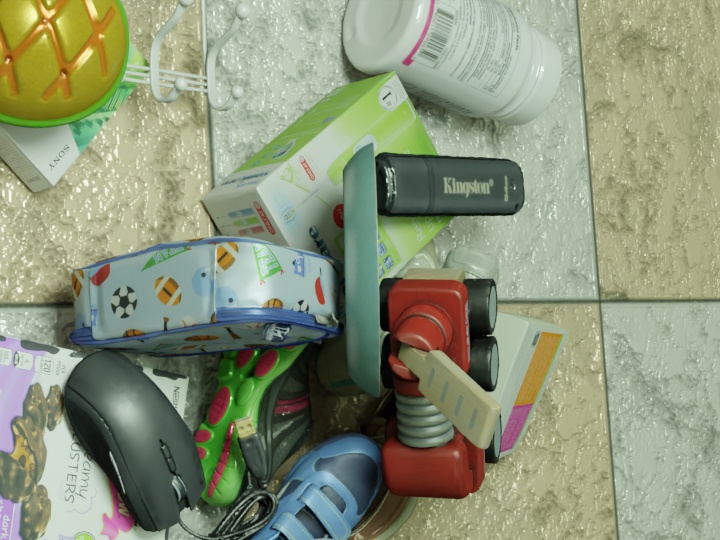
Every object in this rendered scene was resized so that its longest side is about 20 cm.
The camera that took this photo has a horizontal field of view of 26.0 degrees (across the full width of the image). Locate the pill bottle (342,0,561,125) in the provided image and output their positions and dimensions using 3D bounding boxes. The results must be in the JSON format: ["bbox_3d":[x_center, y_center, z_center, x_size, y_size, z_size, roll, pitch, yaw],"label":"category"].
[{"bbox_3d":[0.090,-0.211,1.477,0.199,0.113,0.115,18,72,-38],"label":"pill bottle"}]

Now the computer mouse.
[{"bbox_3d":[-0.130,0.136,1.184,0.140,0.046,0.201,-34,106,-38],"label":"computer mouse"}]

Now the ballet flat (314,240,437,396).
[{"bbox_3d":[0.032,0.035,1.423,0.070,0.069,0.201,49,56,-25],"label":"ballet flat"}]

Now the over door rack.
[{"bbox_3d":[-0.164,-0.235,1.259,0.147,0.066,0.202,2,73,-51],"label":"over door rack"}]

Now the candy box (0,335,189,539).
[{"bbox_3d":[-0.236,0.145,1.169,0.199,0.071,0.169,16,73,-39],"label":"candy box"}]

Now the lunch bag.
[{"bbox_3d":[-0.111,0.026,1.201,0.160,0.198,0.076,18,69,-62],"label":"lunch bag"}]

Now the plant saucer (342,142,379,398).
[{"bbox_3d":[0.000,0.000,1.237,0.027,0.200,0.202,-1,83,0],"label":"plant saucer"}]

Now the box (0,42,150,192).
[{"bbox_3d":[-0.269,-0.182,1.211,0.200,0.036,0.145,50,55,-26],"label":"box"}]

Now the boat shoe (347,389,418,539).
[{"bbox_3d":[0.019,0.164,1.386,0.200,0.075,0.072,-57,131,-42],"label":"boat shoe"}]

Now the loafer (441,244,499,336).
[{"bbox_3d":[0.085,0.060,1.407,0.201,0.069,0.070,89,21,-51],"label":"loafer"}]

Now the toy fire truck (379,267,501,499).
[{"bbox_3d":[0.064,0.107,1.225,0.200,0.127,0.178,-51,140,-67],"label":"toy fire truck"}]

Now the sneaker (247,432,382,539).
[{"bbox_3d":[-0.052,0.216,1.271,0.200,0.082,0.074,-44,104,-9],"label":"sneaker"}]

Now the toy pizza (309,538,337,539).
[{"bbox_3d":[-0.074,0.289,1.232,0.199,0.201,0.032,-6,45,-41],"label":"toy pizza"}]

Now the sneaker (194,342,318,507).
[{"bbox_3d":[-0.075,0.103,1.302,0.084,0.077,0.201,21,97,-51],"label":"sneaker"}]

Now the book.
[{"bbox_3d":[0.135,0.108,1.428,0.200,0.048,0.135,13,96,-75],"label":"book"}]

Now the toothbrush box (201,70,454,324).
[{"bbox_3d":[-0.020,-0.060,1.379,0.200,0.086,0.146,-42,112,-35],"label":"toothbrush box"}]

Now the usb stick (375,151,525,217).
[{"bbox_3d":[0.079,-0.075,1.387,0.199,0.032,0.056,-2,81,-48],"label":"usb stick"}]

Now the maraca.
[{"bbox_3d":[-0.262,-0.177,1.128,0.198,0.107,0.139,10,80,-26],"label":"maraca"}]
